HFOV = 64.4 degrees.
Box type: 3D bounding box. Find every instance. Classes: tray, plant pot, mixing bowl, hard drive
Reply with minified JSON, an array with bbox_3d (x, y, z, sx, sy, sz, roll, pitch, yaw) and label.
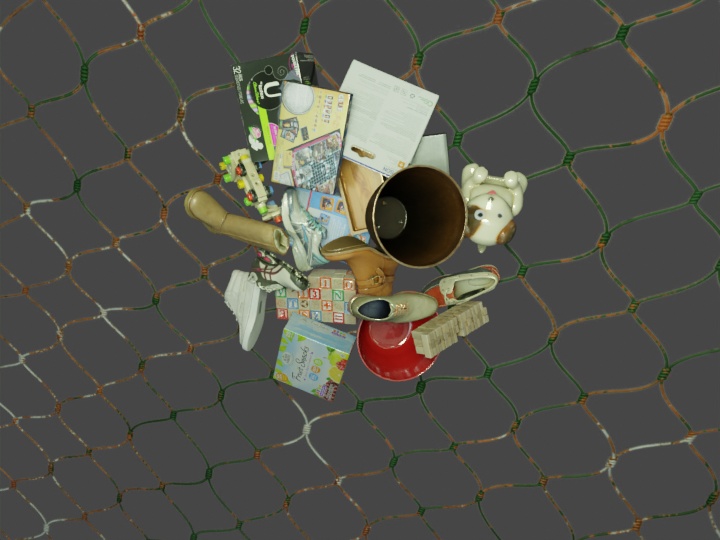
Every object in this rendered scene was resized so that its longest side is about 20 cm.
[{"bbox_3d":[0.005,-0.187,1.246,0.098,0.037,0.201,-12,98,13],"label":"tray"},{"bbox_3d":[0.084,-0.105,1.133,0.186,0.200,0.188,-1,95,-16],"label":"plant pot"},{"bbox_3d":[0.080,0.143,1.323,0.199,0.108,0.201,-2,99,-11],"label":"mixing bowl"},{"bbox_3d":[0.127,-0.190,1.250,0.139,0.033,0.201,-4,109,14],"label":"hard drive"}]

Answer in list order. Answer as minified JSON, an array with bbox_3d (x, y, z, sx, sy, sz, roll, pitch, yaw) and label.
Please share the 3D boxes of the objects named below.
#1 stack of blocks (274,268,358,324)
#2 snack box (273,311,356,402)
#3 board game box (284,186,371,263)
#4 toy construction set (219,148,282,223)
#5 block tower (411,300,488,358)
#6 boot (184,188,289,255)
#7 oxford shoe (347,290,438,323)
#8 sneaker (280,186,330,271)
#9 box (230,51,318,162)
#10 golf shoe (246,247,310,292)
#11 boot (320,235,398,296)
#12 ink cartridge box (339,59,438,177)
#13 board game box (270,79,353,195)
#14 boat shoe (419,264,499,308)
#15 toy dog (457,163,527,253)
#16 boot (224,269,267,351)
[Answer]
[{"bbox_3d":[-0.102,0.059,1.377,0.199,0.059,0.116,2,110,12],"label":"stack of blocks"},{"bbox_3d":[-0.116,0.215,1.401,0.168,0.068,0.201,22,131,3],"label":"snack box"},{"bbox_3d":[-0.070,-0.107,1.322,0.199,0.037,0.152,18,112,7],"label":"board game box"},{"bbox_3d":[-0.243,-0.189,1.282,0.200,0.092,0.131,53,155,-1],"label":"toy construction set"},{"bbox_3d":[0.197,0.124,1.262,0.058,0.200,0.054,0,109,50],"label":"block tower"},{"bbox_3d":[-0.275,-0.111,1.297,0.199,0.175,0.066,18,77,20],"label":"boot"},{"bbox_3d":[0.076,0.085,1.219,0.199,0.074,0.071,-3,97,-11],"label":"oxford shoe"},{"bbox_3d":[-0.118,-0.098,1.284,0.086,0.078,0.201,-10,118,11],"label":"sneaker"},{"bbox_3d":[-0.165,-0.344,1.212,0.148,0.124,0.201,-6,107,15],"label":"box"},{"bbox_3d":[-0.189,0.020,1.321,0.077,0.200,0.088,39,82,-41],"label":"golf shoe"},{"bbox_3d":[0.000,0.000,1.285,0.077,0.199,0.156,33,127,45],"label":"boot"},{"bbox_3d":[0.034,-0.305,1.185,0.199,0.041,0.201,25,86,3],"label":"ink cartridge box"},{"bbox_3d":[-0.098,-0.263,1.142,0.135,0.035,0.201,14,110,5],"label":"board game box"},{"bbox_3d":[0.219,0.044,1.298,0.199,0.063,0.071,-21,105,20],"label":"boat shoe"},{"bbox_3d":[0.251,-0.118,1.157,0.139,0.200,0.195,21,112,5],"label":"toy dog"},{"bbox_3d":[-0.295,0.097,1.435,0.095,0.074,0.201,17,104,13],"label":"boot"}]
